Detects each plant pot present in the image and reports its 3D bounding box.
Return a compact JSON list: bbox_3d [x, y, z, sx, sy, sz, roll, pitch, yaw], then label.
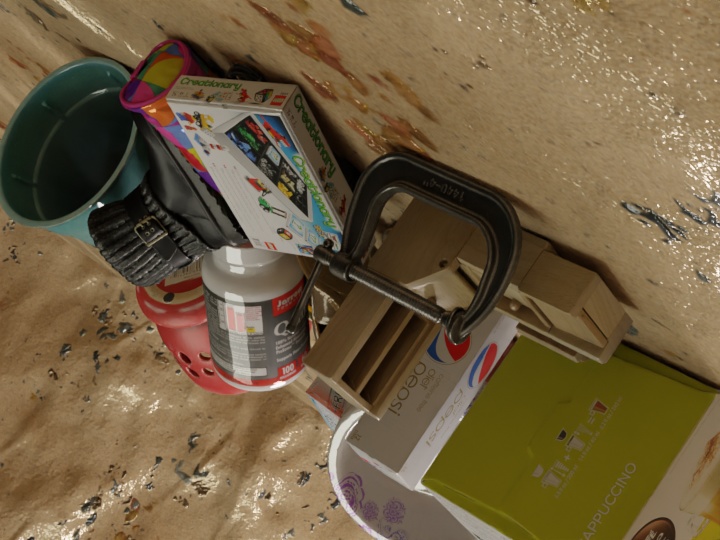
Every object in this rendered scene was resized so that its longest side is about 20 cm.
[{"bbox_3d":[-0.186,0.034,1.994,0.200,0.201,0.183,26,158,41],"label":"plant pot"},{"bbox_3d":[-0.263,-0.103,1.667,0.200,0.201,0.196,27,175,39],"label":"plant pot"}]

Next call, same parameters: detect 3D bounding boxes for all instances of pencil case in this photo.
[{"bbox_3d":[-0.137,-0.127,1.403,0.088,0.089,0.200,25,164,45],"label":"pencil case"}]

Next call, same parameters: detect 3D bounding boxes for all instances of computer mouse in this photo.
[{"bbox_3d":[-0.048,-0.113,1.334,0.058,0.034,0.200,2,141,45],"label":"computer mouse"}]

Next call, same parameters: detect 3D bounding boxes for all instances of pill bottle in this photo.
[{"bbox_3d":[-0.116,0.026,1.662,0.116,0.116,0.201,29,138,32],"label":"pill bottle"}]

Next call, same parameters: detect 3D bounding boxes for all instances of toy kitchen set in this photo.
[{"bbox_3d":[0.106,0.074,1.243,0.200,0.181,0.163,27,168,42],"label":"toy kitchen set"}]

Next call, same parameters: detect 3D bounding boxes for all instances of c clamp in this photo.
[{"bbox_3d":[0.039,-0.004,1.192,0.199,0.172,0.027,20,-175,40],"label":"c clamp"}]

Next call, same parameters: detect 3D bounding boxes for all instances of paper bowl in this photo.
[{"bbox_3d":[0.073,0.185,1.537,0.200,0.201,0.104,36,-150,-5],"label":"paper bowl"}]

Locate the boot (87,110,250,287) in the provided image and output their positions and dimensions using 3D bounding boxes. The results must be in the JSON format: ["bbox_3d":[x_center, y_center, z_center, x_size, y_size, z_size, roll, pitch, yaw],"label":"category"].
[{"bbox_3d":[-0.212,-0.088,1.498,0.157,0.080,0.212,-18,111,27],"label":"boot"}]

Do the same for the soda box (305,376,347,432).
[{"bbox_3d":[-0.004,0.149,1.678,0.063,0.068,0.200,35,169,16],"label":"soda box"}]

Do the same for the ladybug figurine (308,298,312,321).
[{"bbox_3d":[-0.040,0.022,1.780,0.200,0.072,0.136,40,168,-18],"label":"ladybug figurine"}]

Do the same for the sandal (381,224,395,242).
[{"bbox_3d":[0.049,-0.003,1.421,0.080,0.054,0.200,37,175,-2],"label":"sandal"}]

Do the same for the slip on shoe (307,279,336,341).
[{"bbox_3d":[-0.026,0.033,1.648,0.076,0.061,0.201,10,140,8],"label":"slip on shoe"}]

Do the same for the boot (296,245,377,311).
[{"bbox_3d":[0.000,0.000,1.536,0.201,0.073,0.155,58,-170,1],"label":"boot"}]

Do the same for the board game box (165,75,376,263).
[{"bbox_3d":[-0.076,-0.087,1.328,0.126,0.035,0.200,10,145,31],"label":"board game box"}]

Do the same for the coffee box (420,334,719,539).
[{"bbox_3d":[0.215,0.188,1.341,0.200,0.200,0.198,28,167,39],"label":"coffee box"}]

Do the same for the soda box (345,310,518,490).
[{"bbox_3d":[0.072,0.102,1.415,0.063,0.200,0.068,29,169,24],"label":"soda box"}]

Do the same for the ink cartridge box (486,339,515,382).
[{"bbox_3d":[0.115,0.102,1.652,0.200,0.068,0.117,24,163,45],"label":"ink cartridge box"}]
